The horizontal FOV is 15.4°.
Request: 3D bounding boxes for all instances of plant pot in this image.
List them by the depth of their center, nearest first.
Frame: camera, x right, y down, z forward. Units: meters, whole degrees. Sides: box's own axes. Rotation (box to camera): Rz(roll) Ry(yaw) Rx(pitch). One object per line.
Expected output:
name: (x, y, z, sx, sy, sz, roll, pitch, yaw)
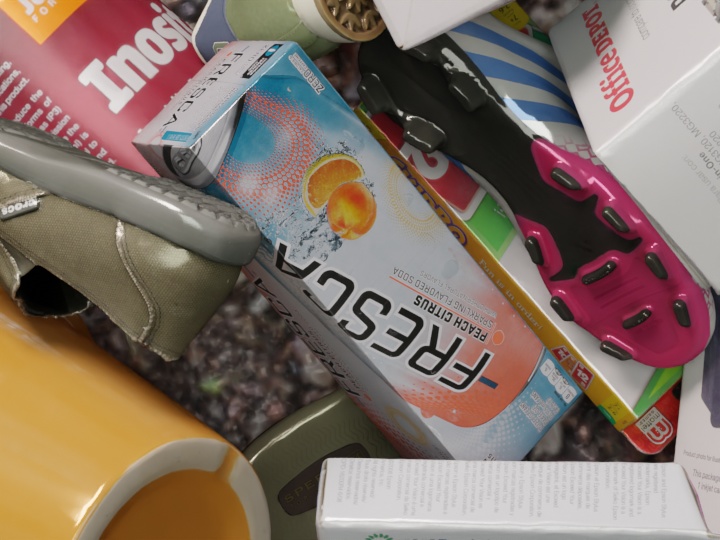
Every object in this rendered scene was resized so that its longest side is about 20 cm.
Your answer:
plant pot: (-0.144, 0.102, 1.076, 0.183, 0.200, 0.201, 18, 91, 38)

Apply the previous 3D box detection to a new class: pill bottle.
pill bottle: (-0.128, -0.079, 1.151, 0.200, 0.113, 0.113, 42, 91, -1)

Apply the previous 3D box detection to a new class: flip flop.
flip flop: (0.029, 0.059, 1.176, 0.200, 0.058, 0.081, -33, 90, -8)

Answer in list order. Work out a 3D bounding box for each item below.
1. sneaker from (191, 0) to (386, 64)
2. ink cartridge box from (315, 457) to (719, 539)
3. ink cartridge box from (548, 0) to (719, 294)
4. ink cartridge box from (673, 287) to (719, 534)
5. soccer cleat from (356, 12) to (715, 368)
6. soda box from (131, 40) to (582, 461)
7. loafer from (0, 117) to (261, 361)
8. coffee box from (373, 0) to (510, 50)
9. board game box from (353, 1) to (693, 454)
sneaker: (-0.021, -0.161, 1.148, 0.090, 0.201, 0.067, -21, 128, 36)
ink cartridge box: (0.088, 0.151, 1.117, 0.199, 0.197, 0.043, 1, 49, 5)
ink cartridge box: (0.178, -0.104, 1.044, 0.200, 0.145, 0.083, -40, 111, 13)
ink cartridge box: (0.219, 0.038, 1.144, 0.144, 0.084, 0.201, 5, 91, -25)
soccer cleat: (0.086, -0.050, 1.130, 0.200, 0.086, 0.070, 46, 132, -6)
soda box: (0.000, 0.000, 1.085, 0.064, 0.068, 0.200, -47, 111, -15)
loafer: (-0.132, -0.019, 1.043, 0.200, 0.075, 0.070, 21, 95, 34)
coffee box: (0.066, -0.174, 1.103, 0.080, 0.200, 0.115, -26, 91, 33)
board game box: (0.094, -0.021, 1.174, 0.095, 0.030, 0.200, -41, 90, -24)
